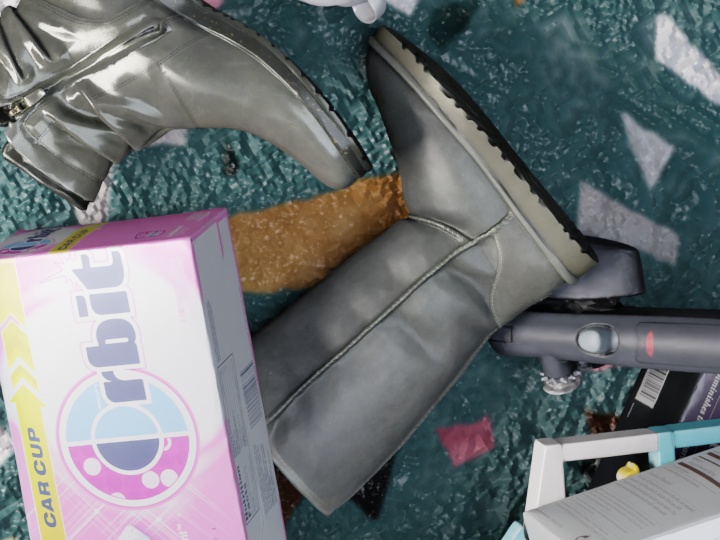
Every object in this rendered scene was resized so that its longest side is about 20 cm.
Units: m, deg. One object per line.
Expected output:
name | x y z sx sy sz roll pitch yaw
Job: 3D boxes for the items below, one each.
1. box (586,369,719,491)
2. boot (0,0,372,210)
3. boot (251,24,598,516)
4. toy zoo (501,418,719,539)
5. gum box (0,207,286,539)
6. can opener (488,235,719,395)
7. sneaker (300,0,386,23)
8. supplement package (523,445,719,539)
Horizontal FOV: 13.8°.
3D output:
box | 0.193 0.152 1.605 0.141 0.079 0.200 22 93 -20
boot | -0.102 -0.078 1.483 0.200 0.068 0.131 41 90 2
boot | -0.001 -0.001 1.533 0.200 0.073 0.182 -39 83 11
toy zoo | 0.162 0.145 1.544 0.200 0.020 0.131 -6 100 -12
gum box | -0.111 0.077 1.488 0.113 0.066 0.200 -6 103 16
can opener | 0.156 0.032 1.525 0.063 0.200 0.079 -25 119 -52
sneaker | -0.048 -0.208 1.481 0.075 0.115 0.200 -36 72 -8
supplement package | 0.201 0.152 1.486 0.200 0.110 0.114 -17 102 -10
